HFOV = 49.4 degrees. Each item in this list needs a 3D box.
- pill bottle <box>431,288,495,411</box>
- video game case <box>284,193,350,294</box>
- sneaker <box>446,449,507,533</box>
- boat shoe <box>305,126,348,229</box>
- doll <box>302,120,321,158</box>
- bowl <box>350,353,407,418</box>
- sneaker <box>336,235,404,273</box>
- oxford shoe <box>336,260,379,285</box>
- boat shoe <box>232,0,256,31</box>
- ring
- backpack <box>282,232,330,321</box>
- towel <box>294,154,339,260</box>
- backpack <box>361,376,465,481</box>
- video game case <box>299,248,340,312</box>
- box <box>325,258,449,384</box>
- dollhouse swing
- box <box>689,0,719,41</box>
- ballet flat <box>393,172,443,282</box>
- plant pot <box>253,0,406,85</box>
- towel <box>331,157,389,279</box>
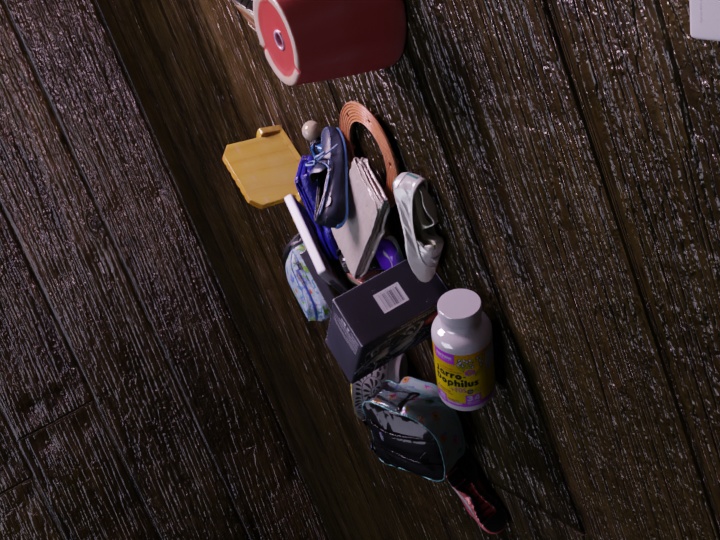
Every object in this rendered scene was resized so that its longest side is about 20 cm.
[{"bbox_3d":[0.172,0.132,1.313,0.104,0.103,0.203,41,150,47],"label":"pill bottle"},{"bbox_3d":[-0.088,-0.048,1.686,0.203,0.023,0.182,65,-172,26],"label":"video game case"},{"bbox_3d":[0.224,0.460,1.629,0.202,0.073,0.087,59,163,19],"label":"sneaker"},{"bbox_3d":[-0.062,-0.179,1.444,0.084,0.067,0.204,124,145,-58],"label":"boat shoe"},{"bbox_3d":[-0.064,-0.208,1.586,0.136,0.048,0.204,-147,35,-76],"label":"doll"},{"bbox_3d":[0.050,0.224,1.706,0.092,0.202,0.204,2,129,17],"label":"bowl"},{"bbox_3d":[0.013,-0.023,1.537,0.199,0.098,0.071,22,138,63],"label":"sneaker"},{"bbox_3d":[0.000,0.000,1.660,0.200,0.070,0.075,-127,15,-60],"label":"oxford shoe"},{"bbox_3d":[-0.192,-0.495,1.532,0.201,0.075,0.075,50,160,36],"label":"boat shoe"},{"bbox_3d":[0.019,-0.210,1.417,0.201,0.019,0.202,53,158,31],"label":"ring"},{"bbox_3d":[-0.110,0.020,1.877,0.201,0.153,0.163,48,162,4],"label":"backpack"},{"bbox_3d":[-0.086,-0.132,1.649,0.148,0.049,0.203,-99,-11,-67],"label":"towel"},{"bbox_3d":[0.121,0.323,1.589,0.198,0.152,0.179,18,129,46],"label":"backpack"},{"bbox_3d":[-0.057,0.051,1.709,0.203,0.025,0.181,61,-173,7],"label":"video game case"},{"bbox_3d":[0.047,0.089,1.443,0.105,0.197,0.183,55,159,19],"label":"box"},{"bbox_3d":[-0.211,-0.198,1.793,0.202,0.174,0.182,56,159,17],"label":"dollhouse swing"},{"bbox_3d":[0.319,-0.228,0.491,0.199,0.105,0.155,35,146,54],"label":"box"},{"bbox_3d":[0.105,-0.067,1.316,0.069,0.068,0.204,27,138,59],"label":"ballet flat"},{"bbox_3d":[-0.053,-0.374,1.166,0.201,0.175,0.202,50,156,31],"label":"plant pot"},{"bbox_3d":[-0.001,-0.097,1.450,0.134,0.034,0.202,65,149,32],"label":"towel"}]
